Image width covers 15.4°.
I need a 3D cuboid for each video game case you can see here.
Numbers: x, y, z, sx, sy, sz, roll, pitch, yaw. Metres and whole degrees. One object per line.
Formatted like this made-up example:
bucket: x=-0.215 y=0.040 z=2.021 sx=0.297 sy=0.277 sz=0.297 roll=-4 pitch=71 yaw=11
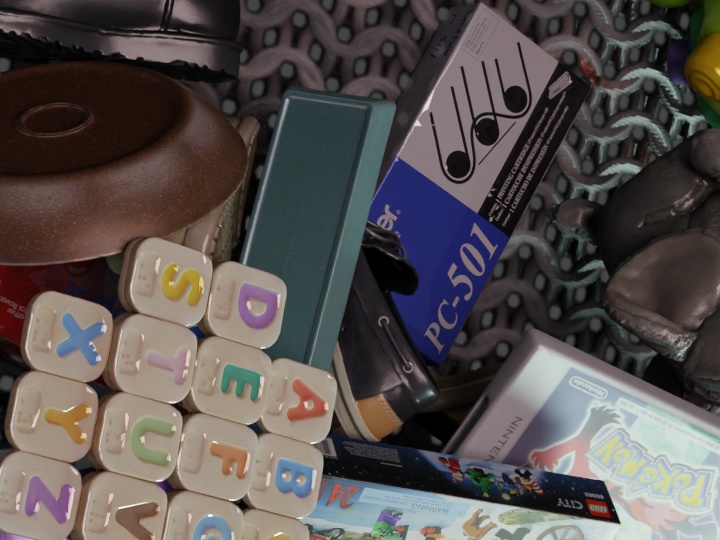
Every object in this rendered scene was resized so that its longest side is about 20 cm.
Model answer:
video game case: x=0.126 y=0.143 z=1.551 sx=0.199 sy=0.023 sz=0.183 roll=25 pitch=110 yaw=-28

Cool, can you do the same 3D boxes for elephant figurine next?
elephant figurine: x=0.206 y=0.024 z=1.577 sx=0.141 sy=0.155 sz=0.201 roll=25 pitch=47 yaw=-20

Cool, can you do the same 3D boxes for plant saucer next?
plant saucer: x=-0.037 y=-0.005 z=1.468 sx=0.019 sy=0.070 sz=0.201 roll=38 pitch=64 yaw=-65
plant saucer: x=-0.160 y=-0.066 z=1.411 sx=0.200 sy=0.200 sz=0.037 roll=-21 pitch=123 yaw=-25

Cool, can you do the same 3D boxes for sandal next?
sandal: x=0.065 y=0.088 z=1.598 sx=0.199 sy=0.080 sz=0.054 roll=-5 pitch=81 yaw=-21

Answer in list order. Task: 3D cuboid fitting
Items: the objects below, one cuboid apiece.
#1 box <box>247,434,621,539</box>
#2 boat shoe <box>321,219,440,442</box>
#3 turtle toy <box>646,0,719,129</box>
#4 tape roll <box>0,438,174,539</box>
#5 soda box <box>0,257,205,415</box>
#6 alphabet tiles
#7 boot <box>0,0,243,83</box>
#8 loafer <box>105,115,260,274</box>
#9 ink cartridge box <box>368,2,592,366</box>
box: x=0.027 y=0.164 z=1.488 sx=0.199 sy=0.038 sz=0.137 roll=11 pitch=124 yaw=-22
boat shoe: x=0.000 y=0.000 z=1.502 sx=0.062 sy=0.075 sz=0.201 roll=-21 pitch=62 yaw=12
turtle toy: x=0.245 y=-0.151 z=1.673 sx=0.146 sy=0.101 sz=0.200 roll=-48 pitch=110 yaw=-19
tape roll: x=-0.183 y=0.132 z=1.403 sx=0.199 sy=0.200 sz=0.066 roll=-7 pitch=95 yaw=-27
soda box: x=-0.130 y=0.041 z=1.496 sx=0.200 sy=0.063 sz=0.070 roll=29 pitch=77 yaw=-25
alphabet tiles: x=-0.094 y=0.089 z=1.339 sx=0.195 sy=0.015 sz=0.201 roll=19 pitch=76 yaw=-38
boot: x=-0.150 y=-0.199 z=1.482 sx=0.199 sy=0.076 sz=0.169 roll=6 pitch=84 yaw=-22
loafer: x=-0.097 y=-0.042 z=1.465 sx=0.068 sy=0.200 sz=0.076 roll=9 pitch=107 yaw=1
ink cartridge box: x=0.052 y=-0.052 z=1.607 sx=0.094 sy=0.044 sz=0.201 roll=34 pitch=76 yaw=-22
